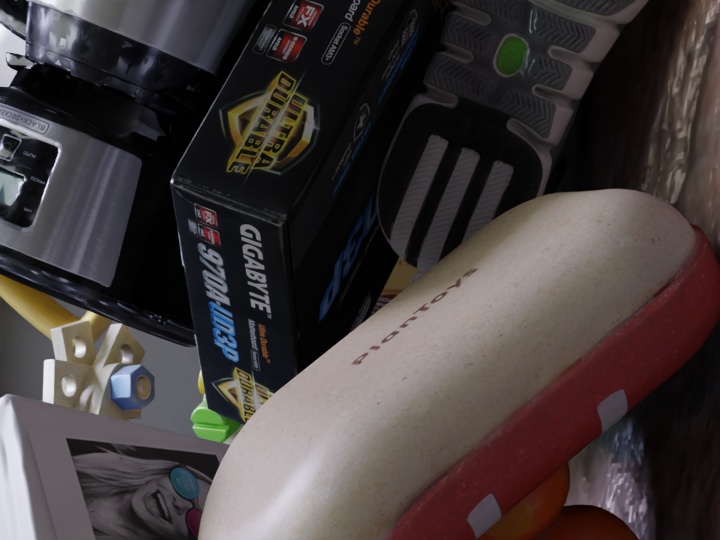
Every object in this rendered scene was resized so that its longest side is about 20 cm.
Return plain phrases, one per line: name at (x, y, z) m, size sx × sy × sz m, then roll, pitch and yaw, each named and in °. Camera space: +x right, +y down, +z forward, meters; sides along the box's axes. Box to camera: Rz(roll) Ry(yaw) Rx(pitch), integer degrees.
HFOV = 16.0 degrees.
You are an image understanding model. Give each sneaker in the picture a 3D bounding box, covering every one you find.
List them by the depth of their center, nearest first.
sneaker at (0.066, -0.090, 0.955) m, size 0.201 × 0.075 × 0.115 m, roll -61°, pitch -7°, yaw 0°

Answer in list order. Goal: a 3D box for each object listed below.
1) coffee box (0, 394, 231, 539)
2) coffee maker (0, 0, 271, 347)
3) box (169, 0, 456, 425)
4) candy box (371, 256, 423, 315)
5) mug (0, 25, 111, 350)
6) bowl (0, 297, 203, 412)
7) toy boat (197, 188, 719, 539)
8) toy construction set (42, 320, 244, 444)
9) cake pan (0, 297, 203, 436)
coffee box at (-0.084, 0.195, 0.903) m, size 0.200 × 0.197 × 0.201 m, roll -41°, pitch 50°, yaw 33°
coffee maker at (-0.064, -0.075, 1.009) m, size 0.134 × 0.191 × 0.201 m, roll 22°, pitch 91°, yaw 54°
box at (-0.003, -0.058, 0.950) m, size 0.159 × 0.046 × 0.201 m, roll 88°, pitch -154°, yaw -58°
candy box at (0.000, 0.000, 1.127) m, size 0.200 × 0.056 × 0.117 m, roll 122°, pitch 153°, yaw -52°
mug at (-0.111, -0.068, 1.166) m, size 0.187 × 0.153 × 0.149 m, roll -47°, pitch -5°, yaw -7°
bowl at (-0.102, -0.037, 1.323) m, size 0.094 × 0.200 × 0.202 m, roll -50°, pitch -17°, yaw -60°
toy boat at (0.047, 0.073, 0.835) m, size 0.200 × 0.131 × 0.130 m, roll -38°, pitch 11°, yaw -13°
toy construction set at (-0.069, 0.079, 1.089) m, size 0.199 × 0.092 × 0.132 m, roll 1°, pitch 119°, yaw 47°
cake pan at (-0.149, 0.043, 1.300) m, size 0.037 × 0.199 × 0.201 m, roll -47°, pitch -19°, yaw -59°
